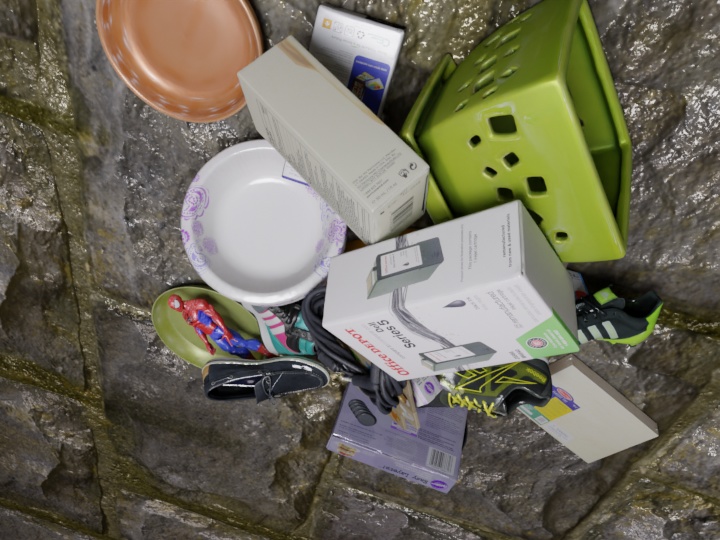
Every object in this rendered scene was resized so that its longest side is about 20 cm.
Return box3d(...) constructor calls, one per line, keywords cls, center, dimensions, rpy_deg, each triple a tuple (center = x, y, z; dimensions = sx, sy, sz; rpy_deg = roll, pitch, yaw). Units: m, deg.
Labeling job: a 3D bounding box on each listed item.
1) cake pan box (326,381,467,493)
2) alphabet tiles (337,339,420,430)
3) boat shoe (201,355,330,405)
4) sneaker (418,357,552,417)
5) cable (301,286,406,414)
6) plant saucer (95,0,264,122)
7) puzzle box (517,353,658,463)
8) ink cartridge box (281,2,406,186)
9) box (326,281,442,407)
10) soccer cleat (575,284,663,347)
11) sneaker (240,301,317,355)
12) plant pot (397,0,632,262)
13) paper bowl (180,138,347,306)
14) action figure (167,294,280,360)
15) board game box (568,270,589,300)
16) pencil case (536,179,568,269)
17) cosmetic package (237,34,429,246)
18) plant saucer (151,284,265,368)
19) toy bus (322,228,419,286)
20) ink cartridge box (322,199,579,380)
box3d(cls="cake pan box", center=(0.068, 0.216, 0.987), dimensions=(0.199, 0.184, 0.052), rpy_deg=(19, 137, -1))
box3d(cls="alphabet tiles", center=(0.006, 0.123, 0.868), dimensions=(0.200, 0.006, 0.167), rpy_deg=(35, 149, 44))
box3d(cls="boat shoe", center=(-0.146, 0.173, 1.008), dimensions=(0.199, 0.062, 0.075), rpy_deg=(1, 132, -3))
box3d(cls="sneaker", center=(0.157, 0.156, 0.867), dimensions=(0.199, 0.085, 0.075), rpy_deg=(-17, 138, 12))
box3d(cls="cable", center=(-0.009, 0.097, 0.787), dimensions=(0.163, 0.051, 0.200), rpy_deg=(50, 157, 18))
box3d(cls="plant saucer", center=(-0.202, -0.268, 0.750), dimensions=(0.200, 0.038, 0.201), rpy_deg=(9, 131, 10))
box3d(cls="puzzle box", center=(0.340, 0.217, 1.011), dimensions=(0.200, 0.025, 0.133), rpy_deg=(38, 130, -16))
box3d(cls="ink cartridge box", center=(-0.022, -0.185, 0.738), dimensions=(0.094, 0.037, 0.200), rpy_deg=(18, 117, 1))
box3d(cls="box", center=(0.031, 0.082, 0.836), dimensions=(0.041, 0.039, 0.200), rpy_deg=(-31, 92, 46))
box3d(cls="soccer cleat", center=(0.268, 0.056, 0.790), dimensions=(0.199, 0.068, 0.081), rpy_deg=(-3, 131, -15))
box3d(cls="sneaker", center=(-0.101, 0.059, 0.968), dimensions=(0.120, 0.084, 0.200), rpy_deg=(4, 139, 20))
box3d(cls="plant pot", center=(0.155, -0.130, 0.659), dimensions=(0.181, 0.200, 0.199), rpy_deg=(-11, 126, 34))
box3d(cls="paper bowl", center=(-0.115, -0.055, 0.823), dimensions=(0.200, 0.201, 0.104), rpy_deg=(20, 176, -1))
box3d(cls="action figure", center=(-0.219, 0.102, 1.030), dimensions=(0.200, 0.052, 0.065), rpy_deg=(42, 133, -17))
box3d(cls="board game box", center=(0.163, 0.063, 0.869), dimensions=(0.195, 0.056, 0.200), rpy_deg=(13, 136, -23))
box3d(cls="pencil case", center=(0.198, -0.005, 0.743), dimensions=(0.089, 0.200, 0.078), rpy_deg=(40, 157, -22))
box3d(cls="cosmetic package", center=(-0.026, -0.123, 0.643), dimensions=(0.200, 0.071, 0.105), rpy_deg=(47, 168, 16))
box3d(cls="plant saucer", center=(-0.244, 0.093, 1.079), dimensions=(0.199, 0.031, 0.200), rpy_deg=(8, 132, 9))
box3d(cls="toy bus", center=(0.000, 0.000, 0.901), dimensions=(0.200, 0.065, 0.078), rpy_deg=(-14, 126, 26))
box3d(cls="ink cartridge box", center=(0.086, 0.030, 0.624), dimensions=(0.200, 0.084, 0.145), rpy_deg=(-16, 141, 30))
